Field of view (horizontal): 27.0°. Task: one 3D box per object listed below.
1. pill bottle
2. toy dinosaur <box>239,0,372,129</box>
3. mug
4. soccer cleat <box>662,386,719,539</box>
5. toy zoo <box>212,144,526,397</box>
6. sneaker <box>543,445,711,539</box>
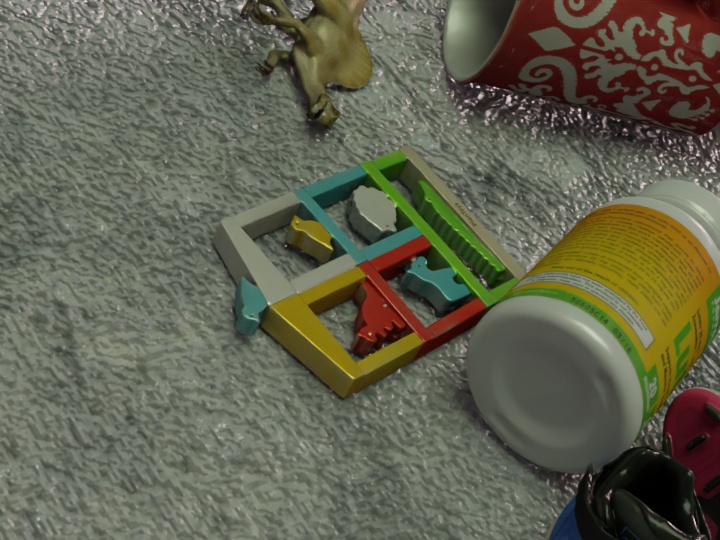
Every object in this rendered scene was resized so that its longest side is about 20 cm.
[{"bbox_3d":[0.158,0.024,0.914,0.111,0.112,0.200,39,45,11],"label":"pill bottle"},{"bbox_3d":[-0.028,-0.174,1.055,0.101,0.058,0.201,34,50,-16],"label":"toy dinosaur"},{"bbox_3d":[0.184,-0.178,1.079,0.198,0.177,0.135,15,77,-20],"label":"mug"},{"bbox_3d":[0.252,0.156,0.885,0.086,0.070,0.201,-1,52,-48],"label":"soccer cleat"},{"bbox_3d":[0.000,0.000,0.922,0.199,0.021,0.131,-26,66,-40],"label":"toy zoo"},{"bbox_3d":[0.122,0.174,0.760,0.076,0.112,0.201,30,44,1],"label":"sneaker"}]
